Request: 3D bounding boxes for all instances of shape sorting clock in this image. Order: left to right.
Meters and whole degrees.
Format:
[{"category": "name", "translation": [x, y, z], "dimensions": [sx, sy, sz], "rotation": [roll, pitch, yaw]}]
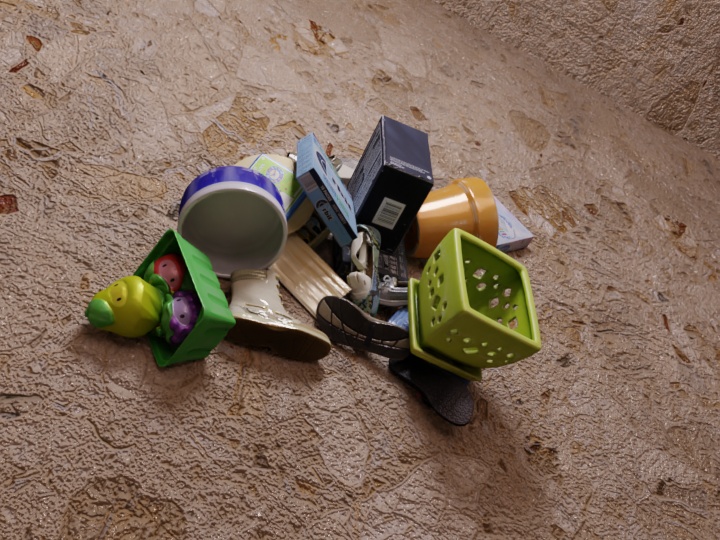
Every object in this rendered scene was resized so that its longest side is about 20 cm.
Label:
[{"category": "shape sorting clock", "translation": [-0.187, -0.151, 1.623], "dimensions": [0.196, 0.039, 0.203], "rotation": [5, 62, -9]}]

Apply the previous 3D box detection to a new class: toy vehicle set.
[{"category": "toy vehicle set", "translation": [-0.169, -0.110, 1.643], "dimensions": [0.199, 0.027, 0.124], "rotation": [41, 68, 14]}]

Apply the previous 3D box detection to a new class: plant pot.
[{"category": "plant pot", "translation": [0.188, -0.105, 1.833], "dimensions": [0.180, 0.202, 0.202], "rotation": [-7, 47, -20]}, {"category": "plant pot", "translation": [0.196, 0.078, 1.492], "dimensions": [0.198, 0.181, 0.201], "rotation": [25, 42, -27]}]

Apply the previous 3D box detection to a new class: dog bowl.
[{"category": "dog bowl", "translation": [-0.233, -0.087, 1.468], "dimensions": [0.197, 0.202, 0.079], "rotation": [15, 34, -21]}]

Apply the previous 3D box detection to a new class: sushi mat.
[{"category": "sushi mat", "translation": [-0.117, -0.002, 1.573], "dimensions": [0.095, 0.012, 0.200], "rotation": [-40, 74, -19]}]

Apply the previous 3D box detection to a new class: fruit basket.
[{"category": "fruit basket", "translation": [-0.329, 0.046, 1.297], "dimensions": [0.215, 0.156, 0.217], "rotation": [37, 22, -18]}]

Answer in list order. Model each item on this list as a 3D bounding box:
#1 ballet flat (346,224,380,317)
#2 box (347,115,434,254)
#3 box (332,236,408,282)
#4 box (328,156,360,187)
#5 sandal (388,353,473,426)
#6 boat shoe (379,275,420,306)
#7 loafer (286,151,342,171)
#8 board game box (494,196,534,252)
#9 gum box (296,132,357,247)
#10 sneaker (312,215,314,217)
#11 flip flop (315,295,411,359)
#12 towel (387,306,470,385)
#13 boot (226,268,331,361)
[{"category": "ballet flat", "translation": [0.000, 0.000, 1.595], "dimensions": [0.073, 0.074, 0.203], "rotation": [13, 62, -24]}, {"category": "box", "translation": [0.060, -0.184, 1.715], "dimensions": [0.122, 0.201, 0.200], "rotation": [18, 38, -16]}, {"category": "box", "translation": [0.019, -0.047, 1.739], "dimensions": [0.156, 0.051, 0.202], "rotation": [18, 38, -19]}, {"category": "box", "translation": [-0.029, -0.216, 1.894], "dimensions": [0.198, 0.069, 0.083], "rotation": [-2, 46, -39]}, {"category": "sandal", "translation": [0.134, 0.217, 1.495], "dimensions": [0.075, 0.045, 0.199], "rotation": [-39, 56, -21]}, {"category": "boat shoe", "translation": [0.092, 0.037, 1.631], "dimensions": [0.198, 0.066, 0.074], "rotation": [8, 15, 11]}, {"category": "loafer", "translation": [-0.136, -0.222, 1.738], "dimensions": [0.197, 0.071, 0.075], "rotation": [-14, 18, -3]}, {"category": "board game box", "translation": [0.320, -0.128, 2.070], "dimensions": [0.197, 0.044, 0.201], "rotation": [-13, 53, -44]}, {"category": "gum box", "translation": [-0.069, -0.166, 1.616], "dimensions": [0.171, 0.044, 0.201], "rotation": [57, 13, -27]}, {"category": "sneaker", "translation": [-0.124, -0.152, 1.737], "dimensions": [0.088, 0.079, 0.201], "rotation": [27, 35, -9]}, {"category": "flip flop", "translation": [0.007, 0.111, 1.524], "dimensions": [0.197, 0.082, 0.058], "rotation": [21, 0, 0]}, {"category": "towel", "translation": [0.138, 0.156, 1.581], "dimensions": [0.199, 0.049, 0.111], "rotation": [39, 36, 10]}, {"category": "boot", "translation": [-0.146, 0.076, 1.450], "dimensions": [0.197, 0.073, 0.156], "rotation": [18, 34, -18]}]
